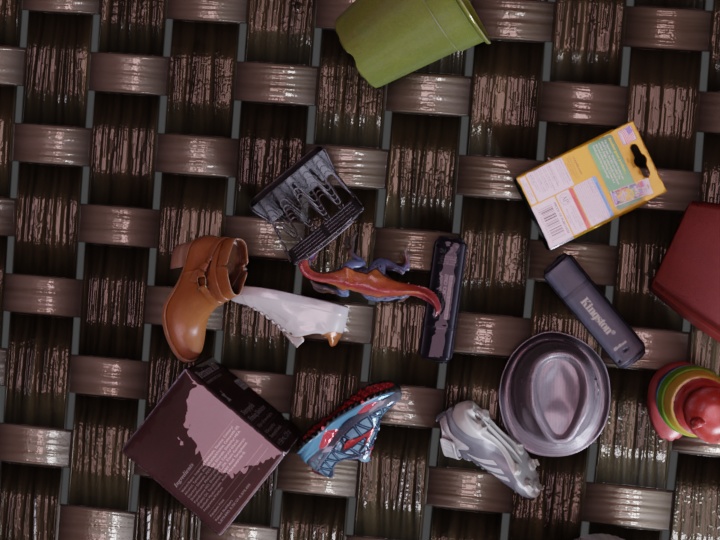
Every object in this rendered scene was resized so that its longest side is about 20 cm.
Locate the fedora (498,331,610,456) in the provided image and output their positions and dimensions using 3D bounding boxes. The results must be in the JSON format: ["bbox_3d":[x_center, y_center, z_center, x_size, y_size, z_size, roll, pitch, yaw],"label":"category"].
[{"bbox_3d":[0.304,0.198,1.415,0.175,0.090,0.202,6,92,5],"label":"fedora"}]

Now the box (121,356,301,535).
[{"bbox_3d":[-0.225,0.267,1.424,0.200,0.166,0.165,39,95,3],"label":"box"}]

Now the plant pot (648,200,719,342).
[{"bbox_3d":[0.538,-0.001,1.351,0.175,0.200,0.201,26,93,15],"label":"plant pot"}]

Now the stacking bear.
[{"bbox_3d":[0.498,0.200,1.344,0.121,0.200,0.115,-26,89,5],"label":"stacking bear"}]

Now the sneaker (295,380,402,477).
[{"bbox_3d":[-0.004,0.255,1.460,0.199,0.079,0.096,-37,97,13],"label":"sneaker"}]

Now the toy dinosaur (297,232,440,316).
[{"bbox_3d":[0.000,0.000,1.407,0.180,0.199,0.106,1,101,-38],"label":"toy dinosaur"}]

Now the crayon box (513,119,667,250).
[{"bbox_3d":[0.356,-0.131,1.426,0.199,0.052,0.127,-26,89,6],"label":"crayon box"}]

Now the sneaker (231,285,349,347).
[{"bbox_3d":[-0.123,0.075,1.459,0.198,0.073,0.086,14,90,3],"label":"sneaker"}]

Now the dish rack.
[{"bbox_3d":[-0.081,-0.098,1.403,0.153,0.200,0.055,-40,123,4],"label":"dish rack"}]

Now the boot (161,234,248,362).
[{"bbox_3d":[-0.239,0.044,1.432,0.154,0.073,0.202,-4,87,42],"label":"boot"}]

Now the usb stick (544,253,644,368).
[{"bbox_3d":[0.366,0.063,1.430,0.055,0.033,0.200,-39,88,3],"label":"usb stick"}]

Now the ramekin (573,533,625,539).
[{"bbox_3d":[0.376,0.505,1.407,0.198,0.105,0.202,0,91,6],"label":"ramekin"}]

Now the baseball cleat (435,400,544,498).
[{"bbox_3d":[0.199,0.289,1.446,0.106,0.070,0.200,-31,102,37],"label":"baseball cleat"}]

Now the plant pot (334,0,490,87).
[{"bbox_3d":[0.068,-0.380,1.392,0.189,0.200,0.201,-31,88,16],"label":"plant pot"}]

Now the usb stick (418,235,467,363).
[{"bbox_3d":[0.132,0.047,1.458,0.055,0.033,0.202,8,92,12],"label":"usb stick"}]
